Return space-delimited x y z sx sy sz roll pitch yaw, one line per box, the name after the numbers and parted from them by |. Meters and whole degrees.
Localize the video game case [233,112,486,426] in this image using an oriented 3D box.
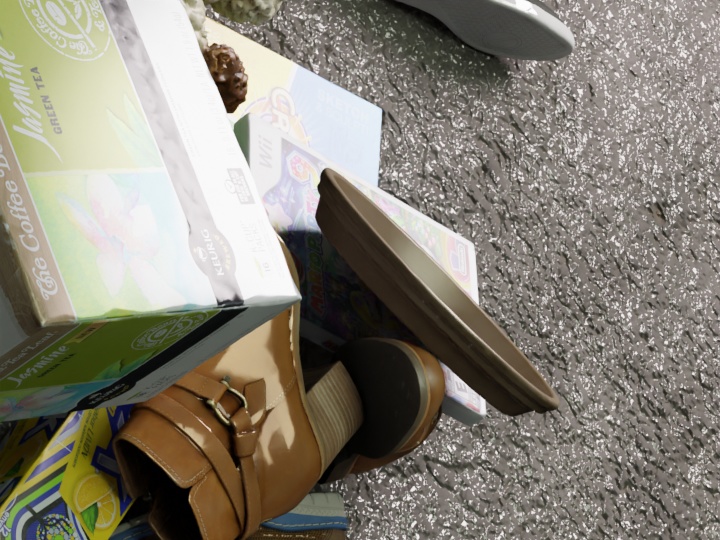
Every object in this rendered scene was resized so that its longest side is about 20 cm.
0.000 0.000 1.651 0.200 0.018 0.144 29 42 -33 | video game case

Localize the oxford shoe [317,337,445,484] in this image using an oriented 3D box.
0.020 0.078 1.572 0.071 0.200 0.072 -10 80 -18 | oxford shoe

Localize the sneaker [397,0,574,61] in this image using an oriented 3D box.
0.080 -0.224 1.876 0.199 0.071 0.100 24 61 -31 | sneaker

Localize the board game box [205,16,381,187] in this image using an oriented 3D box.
-0.075 -0.070 1.672 0.200 0.040 0.154 25 55 -35 | board game box

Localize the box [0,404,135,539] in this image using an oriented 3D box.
-0.163 0.110 1.477 0.064 0.070 0.200 51 44 -18 | box

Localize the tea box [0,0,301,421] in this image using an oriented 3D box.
-0.167 -0.040 1.332 0.196 0.133 0.201 -7 70 -52 | tea box

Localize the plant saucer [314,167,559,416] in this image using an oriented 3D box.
0.041 0.018 1.572 0.200 0.029 0.200 45 4 -4 | plant saucer

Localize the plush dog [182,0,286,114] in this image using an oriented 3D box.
-0.132 -0.178 1.551 0.199 0.161 0.173 15 68 -10 | plush dog

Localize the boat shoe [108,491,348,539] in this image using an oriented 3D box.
-0.075 0.171 1.535 0.199 0.072 0.073 -1 73 -45 | boat shoe

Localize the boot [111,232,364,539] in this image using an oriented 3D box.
-0.096 0.055 1.474 0.155 0.077 0.201 -40 107 -42 | boot
